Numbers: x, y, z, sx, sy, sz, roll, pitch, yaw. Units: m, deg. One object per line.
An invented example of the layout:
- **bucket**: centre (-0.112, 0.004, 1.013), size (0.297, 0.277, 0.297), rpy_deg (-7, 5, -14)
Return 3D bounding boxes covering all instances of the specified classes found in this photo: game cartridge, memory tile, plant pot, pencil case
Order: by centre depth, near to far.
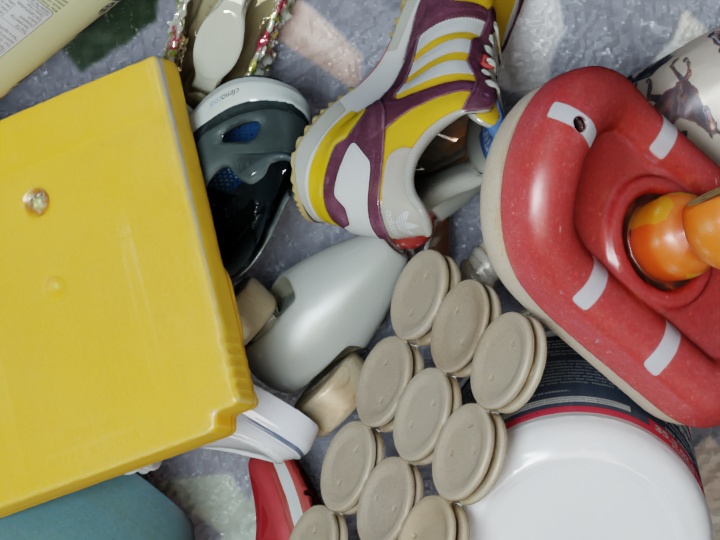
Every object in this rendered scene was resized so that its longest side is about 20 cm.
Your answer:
- **memory tile**: centre (0.027, 0.098, 1.329), size (0.017, 0.153, 0.200), rpy_deg (19, 98, -28)
- **game cartridge**: centre (-0.151, 0.011, 1.351), size (0.176, 0.032, 0.200), rpy_deg (-20, 76, 22)
- **pencil case**: centre (0.179, -0.073, 1.396), size (0.200, 0.078, 0.090), rpy_deg (-29, 106, 11)
- **plant pot**: centre (-0.169, 0.168, 1.445), size (0.200, 0.200, 0.135), rpy_deg (37, 78, -9)

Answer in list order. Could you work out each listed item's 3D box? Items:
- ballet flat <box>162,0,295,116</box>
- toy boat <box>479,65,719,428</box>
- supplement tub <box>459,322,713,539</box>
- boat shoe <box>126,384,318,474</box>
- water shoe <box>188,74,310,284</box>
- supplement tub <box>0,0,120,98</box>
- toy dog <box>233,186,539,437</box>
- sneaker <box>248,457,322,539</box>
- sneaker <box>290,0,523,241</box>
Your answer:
- **ballet flat**: centre (-0.057, -0.164, 1.385), size (0.075, 0.064, 0.200), rpy_deg (15, 107, 0)
- **toy boat**: centre (0.158, -0.019, 1.287), size (0.200, 0.131, 0.131), rpy_deg (39, 149, -20)
- **supplement tub**: centre (0.112, 0.114, 1.393), size (0.140, 0.200, 0.141), rpy_deg (1, 108, 2)
- **boat shoe**: centre (-0.123, 0.078, 1.400), size (0.200, 0.074, 0.065), rpy_deg (16, 74, 13)
- **water shoe**: centre (-0.094, -0.021, 1.391), size (0.071, 0.079, 0.200), rpy_deg (17, 135, -24)
- **supplement tub**: centre (-0.222, -0.154, 1.352), size (0.200, 0.145, 0.145), rpy_deg (-37, 102, 13)
- **toy dog**: centre (0.000, 0.000, 1.435), size (0.200, 0.096, 0.132), rpy_deg (-28, 101, -4)
- **sneaker**: centre (-0.062, 0.199, 1.451), size (0.115, 0.078, 0.200), rpy_deg (-18, 64, 4)
- **sneaker**: centre (0.051, -0.090, 1.346), size (0.090, 0.200, 0.075), rpy_deg (16, 148, 33)
